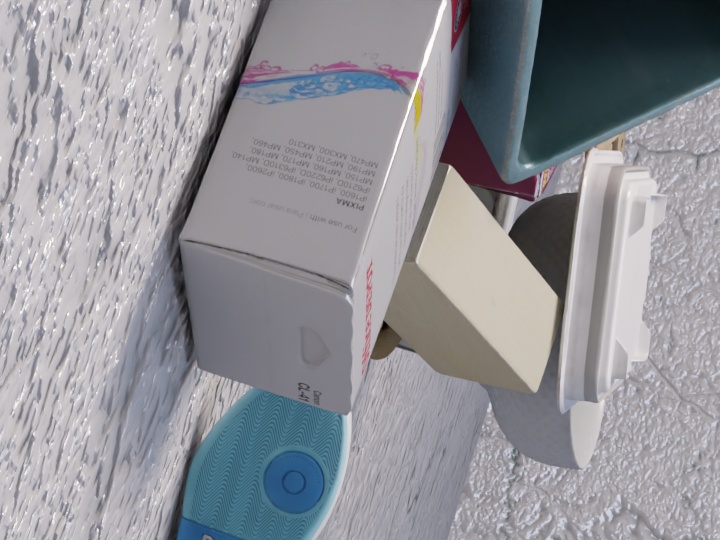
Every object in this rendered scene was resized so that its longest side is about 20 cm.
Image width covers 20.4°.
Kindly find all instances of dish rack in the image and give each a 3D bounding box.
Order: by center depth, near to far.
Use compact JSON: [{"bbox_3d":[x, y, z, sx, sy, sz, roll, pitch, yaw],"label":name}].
[{"bbox_3d":[0.174,0.006,1.356,0.200,0.043,0.173,-13,109,-76],"label":"dish rack"}]

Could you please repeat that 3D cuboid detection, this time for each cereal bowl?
[{"bbox_3d":[0.132,0.042,1.465,0.200,0.083,0.202,3,90,-76],"label":"cereal bowl"}]

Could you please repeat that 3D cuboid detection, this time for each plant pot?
[{"bbox_3d":[0.115,-0.207,1.035,0.195,0.201,0.197,-24,154,-14],"label":"plant pot"}]

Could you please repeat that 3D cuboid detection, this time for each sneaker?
[{"bbox_3d":[-0.052,0.137,1.088,0.201,0.079,0.131,-65,171,10],"label":"sneaker"}]

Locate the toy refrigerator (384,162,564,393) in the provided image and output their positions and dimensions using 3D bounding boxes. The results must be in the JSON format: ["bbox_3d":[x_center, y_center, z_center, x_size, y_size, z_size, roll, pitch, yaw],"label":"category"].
[{"bbox_3d":[0.051,0.001,1.210,0.200,0.075,0.070,44,62,-54],"label":"toy refrigerator"}]

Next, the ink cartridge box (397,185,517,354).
[{"bbox_3d":[0.066,-0.040,1.513,0.200,0.083,0.146,-55,159,-67],"label":"ink cartridge box"}]

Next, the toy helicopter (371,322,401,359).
[{"bbox_3d":[0.000,0.000,1.265,0.133,0.078,0.200,-62,158,-15],"label":"toy helicopter"}]

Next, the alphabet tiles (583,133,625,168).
[{"bbox_3d":[0.173,-0.120,1.390,0.167,0.007,0.202,-38,133,-70],"label":"alphabet tiles"}]

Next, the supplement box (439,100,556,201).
[{"bbox_3d":[0.087,-0.136,1.249,0.200,0.102,0.132,-51,152,-71],"label":"supplement box"}]

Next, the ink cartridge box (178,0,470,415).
[{"bbox_3d":[-0.012,-0.056,0.942,0.148,0.085,0.201,91,18,-63],"label":"ink cartridge box"}]
